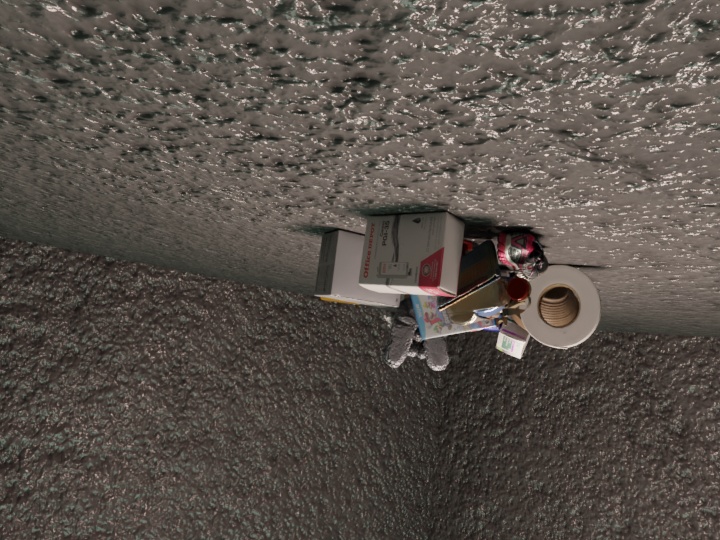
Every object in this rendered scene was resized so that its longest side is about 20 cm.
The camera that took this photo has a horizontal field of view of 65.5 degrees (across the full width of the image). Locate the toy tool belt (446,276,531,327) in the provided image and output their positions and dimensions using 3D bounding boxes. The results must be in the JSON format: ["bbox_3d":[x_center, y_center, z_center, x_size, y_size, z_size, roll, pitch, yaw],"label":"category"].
[{"bbox_3d":[0.284,0.056,1.192,0.196,0.129,0.121,-15,165,37],"label":"toy tool belt"}]

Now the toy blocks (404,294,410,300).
[{"bbox_3d":[0.154,0.028,1.538,0.194,0.142,0.100,6,173,17],"label":"toy blocks"}]

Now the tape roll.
[{"bbox_3d":[0.498,0.090,1.401,0.197,0.210,0.037,3,173,29],"label":"tape roll"}]

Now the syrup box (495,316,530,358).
[{"bbox_3d":[0.460,0.141,1.604,0.080,0.201,0.080,21,144,22],"label":"syrup box"}]

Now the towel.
[{"bbox_3d":[0.221,0.006,1.165,0.145,0.022,0.201,-32,-168,19],"label":"towel"}]

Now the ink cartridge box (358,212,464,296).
[{"bbox_3d":[0.099,-0.031,1.122,0.196,0.152,0.082,1,169,39],"label":"ink cartridge box"}]

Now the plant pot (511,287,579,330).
[{"bbox_3d":[0.510,0.075,1.534,0.194,0.204,0.095,6,134,7],"label":"plant pot"}]

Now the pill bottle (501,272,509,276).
[{"bbox_3d":[0.315,0.042,1.575,0.194,0.115,0.111,4,172,24],"label":"pill bottle"}]

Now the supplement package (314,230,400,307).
[{"bbox_3d":[0.000,0.000,1.414,0.195,0.161,0.110,11,172,-26],"label":"supplement package"}]

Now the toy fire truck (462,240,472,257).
[{"bbox_3d":[0.265,-0.027,1.366,0.195,0.051,0.140,11,170,-31],"label":"toy fire truck"}]

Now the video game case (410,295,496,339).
[{"bbox_3d":[0.214,0.076,1.327,0.196,0.148,0.018,-15,-179,34],"label":"video game case"}]

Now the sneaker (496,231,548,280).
[{"bbox_3d":[0.352,-0.026,1.166,0.073,0.084,0.198,-1,168,37],"label":"sneaker"}]

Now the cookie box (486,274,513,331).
[{"bbox_3d":[0.345,0.089,1.675,0.195,0.172,0.077,3,131,36],"label":"cookie box"}]

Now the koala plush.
[{"bbox_3d":[0.145,0.150,1.490,0.171,0.191,0.200,5,-178,-1],"label":"koala plush"}]

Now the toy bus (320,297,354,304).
[{"bbox_3d":[-0.096,0.126,2.800,0.194,0.067,0.078,5,171,23],"label":"toy bus"}]
